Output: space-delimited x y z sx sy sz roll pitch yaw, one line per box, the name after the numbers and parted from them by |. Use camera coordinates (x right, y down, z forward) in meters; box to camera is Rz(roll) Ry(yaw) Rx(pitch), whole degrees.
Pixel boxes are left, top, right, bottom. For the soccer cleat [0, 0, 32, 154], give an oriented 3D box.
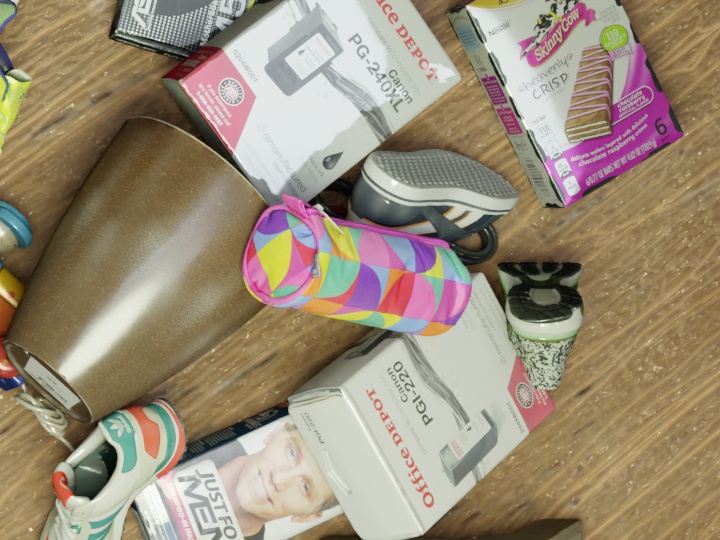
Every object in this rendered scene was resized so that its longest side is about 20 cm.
-0.293 -0.119 1.381 0.083 0.065 0.201 -9 127 -20 | soccer cleat

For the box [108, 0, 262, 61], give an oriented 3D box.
-0.097 -0.266 1.515 0.192 0.047 0.202 16 87 -19 | box

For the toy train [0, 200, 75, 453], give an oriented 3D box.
-0.268 0.046 1.462 0.200 0.085 0.116 44 67 -13 | toy train

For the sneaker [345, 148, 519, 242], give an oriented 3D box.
0.055 -0.055 1.527 0.199 0.078 0.080 1 126 -51 | sneaker

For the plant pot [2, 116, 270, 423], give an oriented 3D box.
-0.180 0.016 1.406 0.187 0.187 0.200 45 68 -13 | plant pot

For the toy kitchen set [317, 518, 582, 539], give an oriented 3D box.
0.082 0.309 1.563 0.198 0.180 0.165 -2 89 19 | toy kitchen set

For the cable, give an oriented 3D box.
0.022 -0.036 1.571 0.199 0.050 0.098 -7 76 -28 | cable

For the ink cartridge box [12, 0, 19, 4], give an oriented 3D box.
-0.312 -0.294 1.421 0.146 0.084 0.201 31 78 -17 | ink cartridge box

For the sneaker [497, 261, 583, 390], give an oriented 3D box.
0.151 0.046 1.530 0.076 0.200 0.089 4 106 7 | sneaker

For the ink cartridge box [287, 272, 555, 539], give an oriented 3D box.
0.053 0.114 1.512 0.200 0.085 0.146 -37 102 -37 | ink cartridge box

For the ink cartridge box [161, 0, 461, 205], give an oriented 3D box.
-0.039 -0.159 1.472 0.200 0.083 0.146 -39 105 -9 | ink cartridge box

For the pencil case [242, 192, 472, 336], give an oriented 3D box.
0.000 0.000 1.392 0.199 0.088 0.089 14 87 -49 | pencil case

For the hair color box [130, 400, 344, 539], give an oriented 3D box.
-0.093 0.183 1.521 0.199 0.060 0.101 -24 98 -15 | hair color box

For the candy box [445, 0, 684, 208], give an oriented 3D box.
0.183 -0.175 1.592 0.136 0.061 0.201 -31 99 -13 | candy box

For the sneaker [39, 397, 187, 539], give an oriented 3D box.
-0.224 0.182 1.432 0.070 0.093 0.200 50 117 25 | sneaker
